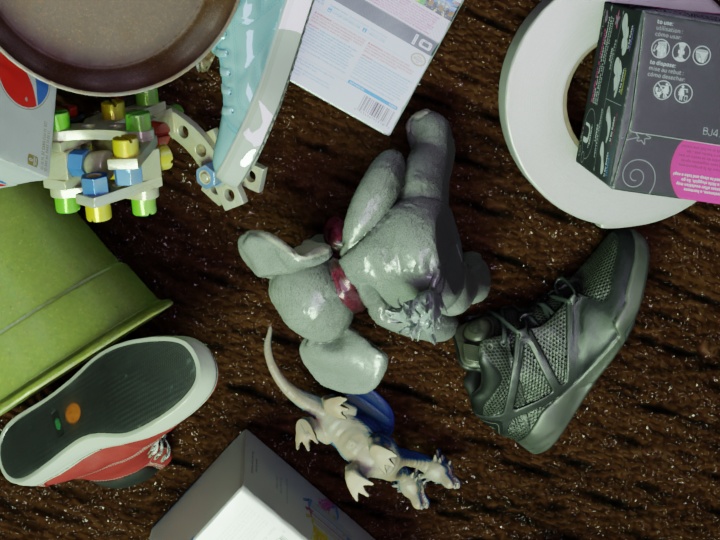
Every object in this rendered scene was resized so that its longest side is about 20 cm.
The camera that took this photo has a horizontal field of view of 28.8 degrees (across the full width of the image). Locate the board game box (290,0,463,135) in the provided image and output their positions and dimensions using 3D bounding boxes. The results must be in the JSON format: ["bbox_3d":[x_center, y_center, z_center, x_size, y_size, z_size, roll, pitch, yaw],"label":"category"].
[{"bbox_3d":[0.005,-0.228,1.055,0.146,0.064,0.201,28,101,-10],"label":"board game box"}]

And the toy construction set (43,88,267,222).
[{"bbox_3d":[-0.158,-0.089,1.031,0.130,0.199,0.093,8,99,29],"label":"toy construction set"}]

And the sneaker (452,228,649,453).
[{"bbox_3d":[0.148,0.042,1.128,0.113,0.076,0.201,27,106,-17],"label":"sneaker"}]

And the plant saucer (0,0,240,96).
[{"bbox_3d":[-0.173,-0.218,0.931,0.198,0.034,0.203,-2,96,-20],"label":"plant saucer"}]

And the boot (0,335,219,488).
[{"bbox_3d":[-0.163,0.114,1.090,0.199,0.144,0.073,-28,65,24],"label":"boot"}]

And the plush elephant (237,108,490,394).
[{"bbox_3d":[0.000,0.000,1.071,0.153,0.201,0.166,-9,119,20],"label":"plush elephant"}]

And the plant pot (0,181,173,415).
[{"bbox_3d":[-0.273,-0.001,1.043,0.199,0.200,0.191,-32,93,4],"label":"plant pot"}]

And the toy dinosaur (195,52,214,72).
[{"bbox_3d":[-0.180,-0.223,1.037,0.106,0.061,0.200,-30,134,9],"label":"toy dinosaur"}]

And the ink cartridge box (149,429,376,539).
[{"bbox_3d":[-0.063,0.257,1.142,0.200,0.125,0.129,42,98,-13],"label":"ink cartridge box"}]

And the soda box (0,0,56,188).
[{"bbox_3d":[-0.251,-0.162,0.965,0.063,0.068,0.203,-9,72,31],"label":"soda box"}]

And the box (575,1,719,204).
[{"bbox_3d":[0.275,-0.120,1.039,0.197,0.115,0.134,7,102,-8],"label":"box"}]

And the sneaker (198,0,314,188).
[{"bbox_3d":[-0.084,-0.163,1.001,0.081,0.074,0.202,18,90,-4],"label":"sneaker"}]

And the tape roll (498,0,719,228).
[{"bbox_3d":[0.208,-0.136,1.107,0.200,0.037,0.206,-1,104,-4],"label":"tape roll"}]

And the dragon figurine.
[{"bbox_3d":[-0.008,0.128,1.147,0.200,0.099,0.059,40,101,7],"label":"dragon figurine"}]
